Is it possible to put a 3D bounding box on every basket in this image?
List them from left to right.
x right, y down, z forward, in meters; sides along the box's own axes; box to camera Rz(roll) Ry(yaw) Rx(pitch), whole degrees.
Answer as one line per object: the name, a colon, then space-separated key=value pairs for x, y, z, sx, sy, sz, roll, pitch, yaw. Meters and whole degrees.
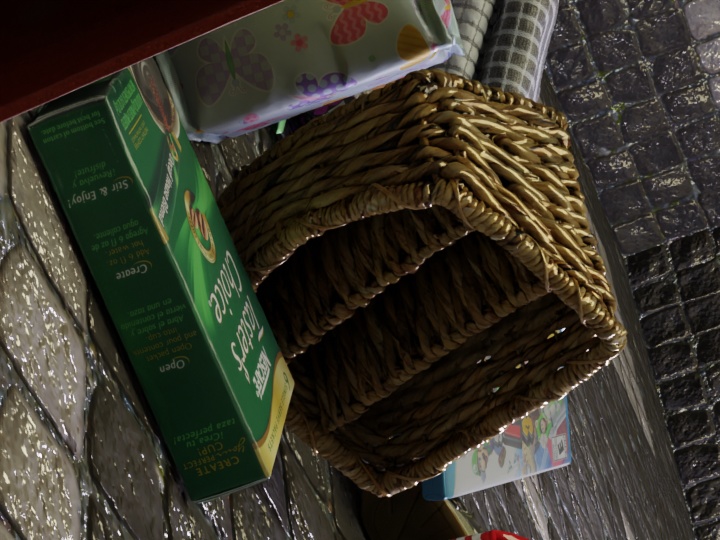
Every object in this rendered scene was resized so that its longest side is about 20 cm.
basket: x=0.015 y=0.009 z=1.204 sx=0.143 sy=0.200 sz=0.149 roll=15 pitch=53 yaw=-42

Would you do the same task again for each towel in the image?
towel: x=0.082 y=-0.110 z=1.640 sx=0.200 sy=0.085 sz=0.166 roll=98 pitch=5 yaw=-69

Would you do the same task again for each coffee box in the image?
coffee box: x=-0.091 y=-0.003 z=1.114 sx=0.123 sy=0.044 sz=0.200 roll=-76 pitch=146 yaw=-72

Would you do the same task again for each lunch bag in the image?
lunch bag: x=-0.047 y=-0.192 z=1.333 sx=0.127 sy=0.169 sz=0.200 roll=-29 pitch=99 yaw=-82

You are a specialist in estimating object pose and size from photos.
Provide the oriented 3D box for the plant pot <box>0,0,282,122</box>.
plant pot: x=-0.146 y=-0.170 z=0.763 sx=0.176 sy=0.200 sz=0.200 roll=-112 pitch=178 yaw=-64

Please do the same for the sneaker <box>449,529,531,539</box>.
sneaker: x=0.092 y=0.244 z=1.424 sx=0.078 sy=0.115 sz=0.200 roll=-94 pitch=162 yaw=-56

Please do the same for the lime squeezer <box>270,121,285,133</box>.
lime squeezer: x=-0.061 y=-0.172 z=1.495 sx=0.038 sy=0.071 sz=0.200 roll=27 pitch=-23 yaw=38

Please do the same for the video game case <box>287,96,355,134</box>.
video game case: x=0.023 y=-0.034 z=1.580 sx=0.200 sy=0.036 sz=0.181 roll=42 pitch=-19 yaw=54

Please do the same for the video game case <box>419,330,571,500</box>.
video game case: x=0.085 y=0.064 z=1.482 sx=0.200 sy=0.018 sz=0.143 roll=-4 pitch=90 yaw=-62

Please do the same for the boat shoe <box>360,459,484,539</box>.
boat shoe: x=0.063 y=0.196 z=1.480 sx=0.065 sy=0.073 sz=0.200 roll=-83 pitch=151 yaw=-62

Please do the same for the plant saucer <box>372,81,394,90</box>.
plant saucer: x=0.033 y=-0.187 z=1.836 sx=0.200 sy=0.037 sz=0.200 roll=20 pitch=31 yaw=-13

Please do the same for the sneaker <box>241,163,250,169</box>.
sneaker: x=0.000 y=0.000 z=1.467 sx=0.200 sy=0.086 sz=0.080 roll=60 pitch=17 yaw=-50
